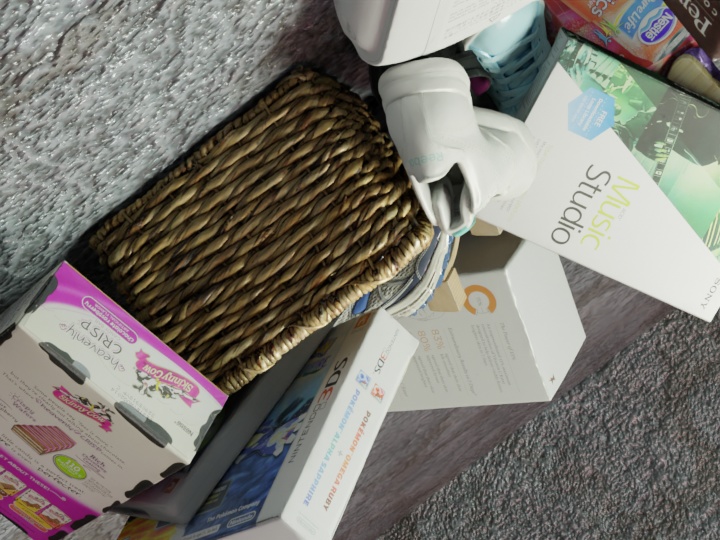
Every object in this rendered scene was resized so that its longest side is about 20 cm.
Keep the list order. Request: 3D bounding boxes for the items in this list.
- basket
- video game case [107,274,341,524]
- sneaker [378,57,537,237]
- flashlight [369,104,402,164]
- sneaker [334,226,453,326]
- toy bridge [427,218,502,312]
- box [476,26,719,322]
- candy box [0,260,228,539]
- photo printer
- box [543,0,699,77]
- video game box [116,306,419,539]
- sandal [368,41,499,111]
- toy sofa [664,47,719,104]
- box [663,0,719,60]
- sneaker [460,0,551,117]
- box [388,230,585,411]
[{"bbox_3d":[-0.050,-0.012,1.097,0.200,0.149,0.143,-38,165,10],"label":"basket"},{"bbox_3d":[-0.106,0.086,1.139,0.200,0.023,0.182,-53,-158,-22],"label":"video game case"},{"bbox_3d":[0.063,-0.060,1.038,0.075,0.089,0.200,-14,163,20],"label":"sneaker"},{"bbox_3d":[-0.025,-0.048,1.221,0.200,0.068,0.068,-37,158,29],"label":"flashlight"},{"bbox_3d":[0.000,0.000,1.178,0.085,0.077,0.200,20,132,-19],"label":"sneaker"},{"bbox_3d":[0.087,-0.056,1.244,0.027,0.067,0.200,0,-138,31],"label":"toy bridge"},{"bbox_3d":[0.196,-0.064,1.157,0.145,0.200,0.036,-63,-166,19],"label":"box"},{"bbox_3d":[-0.196,0.091,1.048,0.200,0.136,0.061,-32,-158,46],"label":"candy box"},{"bbox_3d":[0.067,-0.198,0.915,0.166,0.070,0.200,-29,165,-15],"label":"photo printer"},{"bbox_3d":[0.186,-0.154,1.272,0.103,0.095,0.200,-30,165,-15],"label":"box"},{"bbox_3d":[-0.069,0.126,1.086,0.200,0.047,0.182,-26,-155,42],"label":"video game box"},{"bbox_3d":[0.066,-0.117,1.111,0.075,0.048,0.200,-63,147,-9],"label":"sandal"},{"bbox_3d":[0.236,-0.095,1.252,0.200,0.098,0.083,-49,-177,39],"label":"toy sofa"},{"bbox_3d":[0.235,-0.258,0.905,0.164,0.166,0.200,-31,165,-16],"label":"box"},{"bbox_3d":[0.117,-0.144,1.178,0.074,0.082,0.200,-36,166,1],"label":"sneaker"},{"bbox_3d":[0.065,0.037,1.354,0.200,0.125,0.098,-6,-153,31],"label":"box"}]
